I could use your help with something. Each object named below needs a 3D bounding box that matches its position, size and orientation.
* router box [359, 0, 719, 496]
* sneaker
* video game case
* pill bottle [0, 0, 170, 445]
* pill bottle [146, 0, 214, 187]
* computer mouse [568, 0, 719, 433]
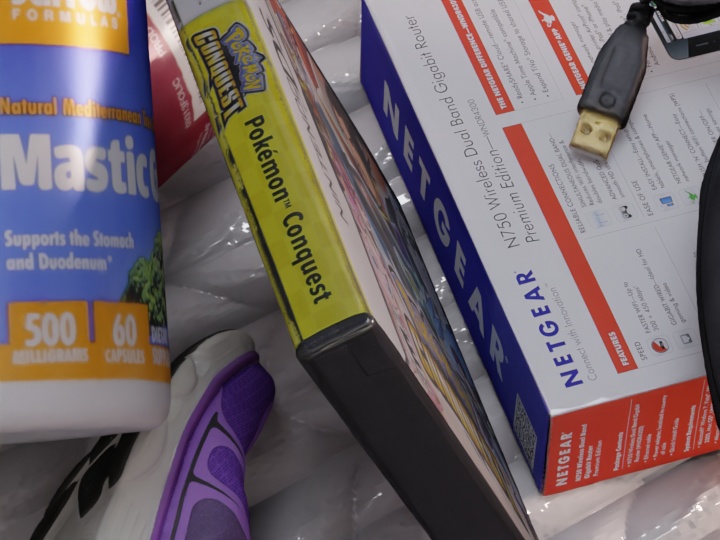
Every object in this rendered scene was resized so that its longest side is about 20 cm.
[{"bbox_3d":[0.113,-0.034,0.981,0.179,0.049,0.200,-14,53,-11],"label":"router box"},{"bbox_3d":[-0.059,0.100,0.863,0.083,0.081,0.200,35,38,-14],"label":"sneaker"},{"bbox_3d":[0.000,0.000,0.860,0.025,0.200,0.181,-26,54,6],"label":"video game case"},{"bbox_3d":[-0.116,-0.050,0.822,0.112,0.112,0.201,-4,85,-4],"label":"pill bottle"},{"bbox_3d":[-0.132,-0.046,0.946,0.114,0.114,0.200,32,58,22],"label":"pill bottle"},{"bbox_3d":[0.120,-0.036,0.899,0.140,0.046,0.201,0,67,36],"label":"computer mouse"}]
